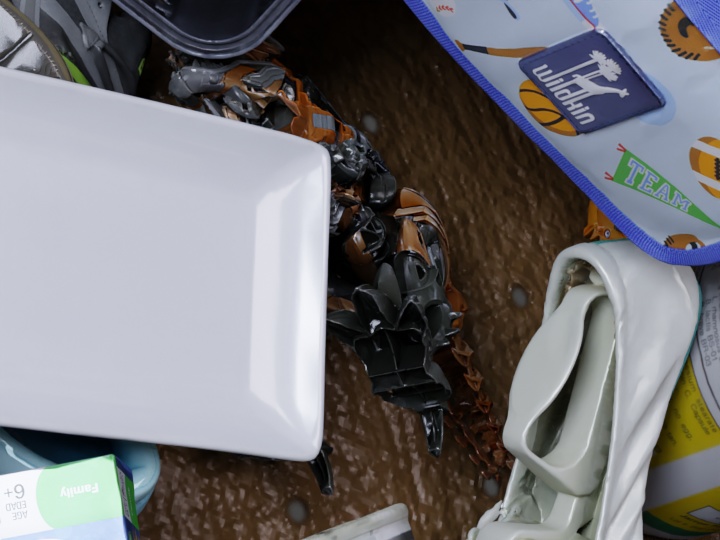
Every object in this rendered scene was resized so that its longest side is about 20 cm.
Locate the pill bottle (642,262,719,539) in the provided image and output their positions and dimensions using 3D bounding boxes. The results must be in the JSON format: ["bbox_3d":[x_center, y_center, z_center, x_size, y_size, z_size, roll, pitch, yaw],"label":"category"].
[{"bbox_3d":[0.174,0.029,0.915,0.113,0.200,0.113,14,65,-32],"label":"pill bottle"}]

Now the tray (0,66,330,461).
[{"bbox_3d":[-0.092,-0.003,0.733,0.200,0.022,0.107,11,75,-39],"label":"tray"}]

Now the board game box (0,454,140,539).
[{"bbox_3d":[-0.152,0.135,0.661,0.200,0.034,0.135,-11,76,1],"label":"board game box"}]

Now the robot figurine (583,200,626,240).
[{"bbox_3d":[0.146,-0.108,0.992,0.145,0.058,0.200,-1,99,-38],"label":"robot figurine"}]

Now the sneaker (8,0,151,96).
[{"bbox_3d":[-0.101,-0.057,0.826,0.083,0.071,0.200,-11,76,-33],"label":"sneaker"}]

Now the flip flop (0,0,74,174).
[{"bbox_3d":[-0.170,-0.097,0.782,0.200,0.058,0.081,39,95,7],"label":"flip flop"}]

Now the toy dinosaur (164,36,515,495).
[{"bbox_3d":[0.000,0.000,0.870,0.200,0.102,0.136,33,36,-15],"label":"toy dinosaur"}]

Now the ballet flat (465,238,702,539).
[{"bbox_3d":[0.071,0.082,0.878,0.069,0.069,0.200,16,86,-32],"label":"ballet flat"}]

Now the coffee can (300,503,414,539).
[{"bbox_3d":[-0.018,0.190,0.744,0.146,0.146,0.200,-16,82,-40],"label":"coffee can"}]

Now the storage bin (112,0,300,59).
[{"bbox_3d":[-0.075,-0.185,0.798,0.200,0.135,0.094,37,31,-17],"label":"storage bin"}]

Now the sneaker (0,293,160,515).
[{"bbox_3d":[-0.135,0.005,0.769,0.200,0.082,0.074,46,51,-14],"label":"sneaker"}]

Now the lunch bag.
[{"bbox_3d":[0.092,-0.098,0.835,0.124,0.200,0.170,-43,105,2],"label":"lunch bag"}]
